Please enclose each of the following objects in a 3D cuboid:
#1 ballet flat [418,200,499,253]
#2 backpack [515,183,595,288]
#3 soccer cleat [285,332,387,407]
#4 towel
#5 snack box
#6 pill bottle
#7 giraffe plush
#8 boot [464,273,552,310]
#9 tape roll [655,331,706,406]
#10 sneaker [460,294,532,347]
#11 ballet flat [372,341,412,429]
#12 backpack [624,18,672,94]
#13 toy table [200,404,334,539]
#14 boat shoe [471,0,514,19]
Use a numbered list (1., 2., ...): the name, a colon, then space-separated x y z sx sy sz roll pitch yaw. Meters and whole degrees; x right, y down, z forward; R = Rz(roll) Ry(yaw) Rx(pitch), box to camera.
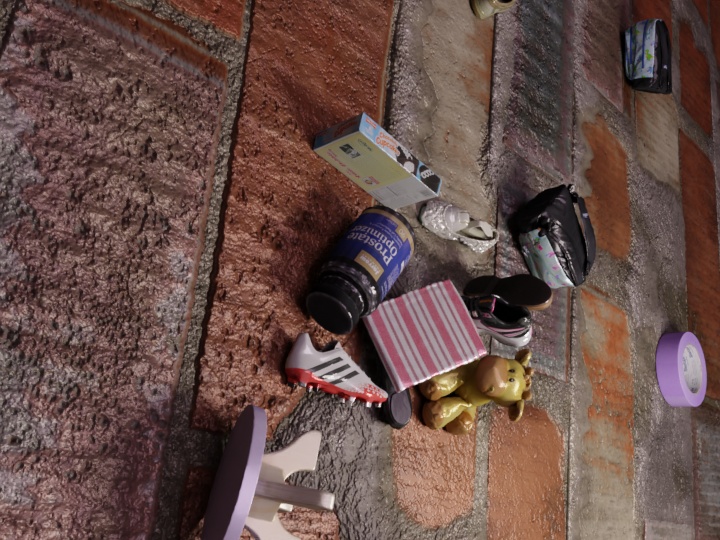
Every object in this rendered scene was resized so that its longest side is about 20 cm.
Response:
1. ballet flat: 0.197 -0.090 1.357 0.197 0.071 0.074 19 69 -40
2. backpack: 0.422 -0.062 1.534 0.166 0.125 0.203 -39 110 -29
3. soccer cleat: -0.029 0.155 1.084 0.197 0.068 0.087 23 70 -35
4. towel: 0.106 0.106 1.182 0.196 0.030 0.149 -17 71 -29
5. snack box: 0.029 -0.174 1.169 0.198 0.115 0.038 33 60 -36
6. pill bottle: 0.000 0.000 1.110 0.113 0.110 0.201 54 50 -22
7. giraffe plush: 0.218 0.202 1.252 0.197 0.160 0.178 1 81 -44
8. boot: 0.287 0.056 1.325 0.074 0.198 0.076 -44 115 -24
9. tape roll: 0.902 0.277 1.988 0.197 0.065 0.206 10 76 -44
10. sneaker: 0.214 0.070 1.263 0.087 0.194 0.082 85 15 -58
11. ballet flat: 0.048 0.161 1.182 0.065 0.057 0.206 2 74 -21
12. backpack: 0.838 -0.625 2.058 0.161 0.152 0.206 -6 108 -42
13. toy table: -0.121 0.288 0.906 0.115 0.183 0.205 22 74 -21
14. boat shoe: 0.317 -0.618 1.577 0.200 0.062 0.075 -38 109 -42
